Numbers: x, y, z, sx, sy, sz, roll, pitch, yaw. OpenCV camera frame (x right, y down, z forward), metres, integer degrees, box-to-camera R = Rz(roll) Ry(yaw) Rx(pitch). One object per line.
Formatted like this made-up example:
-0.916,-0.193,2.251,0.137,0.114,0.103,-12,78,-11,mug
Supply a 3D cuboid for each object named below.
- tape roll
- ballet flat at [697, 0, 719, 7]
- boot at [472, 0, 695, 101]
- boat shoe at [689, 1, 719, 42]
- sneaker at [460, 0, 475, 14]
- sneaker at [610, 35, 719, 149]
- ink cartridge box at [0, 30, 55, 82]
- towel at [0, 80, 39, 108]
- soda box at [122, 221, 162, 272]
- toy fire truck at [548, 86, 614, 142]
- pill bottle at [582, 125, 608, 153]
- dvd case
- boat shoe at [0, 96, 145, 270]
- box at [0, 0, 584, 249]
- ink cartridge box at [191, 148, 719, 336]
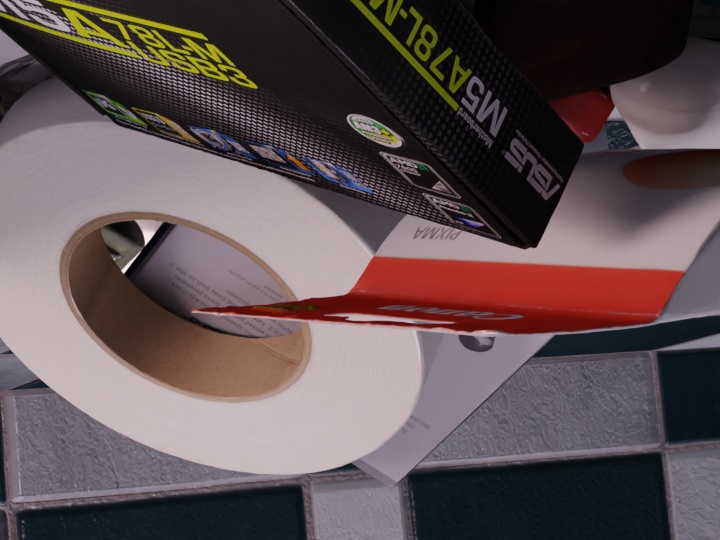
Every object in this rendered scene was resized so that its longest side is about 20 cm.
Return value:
-0.063,0.003,1.079,0.201,0.037,0.204,15,140,12,tape roll
0.192,-0.112,1.045,0.069,0.072,0.200,12,-165,-39,ballet flat
0.054,-0.106,0.833,0.199,0.072,0.167,-20,144,-34,boot
0.104,-0.120,1.147,0.199,0.068,0.071,0,171,-42,boat shoe
0.104,-0.131,0.986,0.199,0.084,0.121,-18,174,25,sneaker
0.138,-0.045,1.067,0.075,0.089,0.200,15,-176,17,sneaker
-0.102,-0.115,1.022,0.115,0.067,0.199,-13,170,44,ink cartridge box
-0.173,-0.076,1.189,0.190,0.032,0.200,-10,153,30,towel
-0.104,-0.028,1.315,0.199,0.064,0.068,30,-171,22,soda box
0.015,-0.073,1.178,0.199,0.113,0.168,30,-172,-5,toy fire truck
0.030,-0.051,1.464,0.198,0.113,0.112,-5,173,-7,pill bottle
0.000,0.000,1.093,0.150,0.025,0.200,33,140,-9,dvd case
-0.166,-0.047,1.153,0.062,0.072,0.200,-38,141,7,boat shoe
-0.055,-0.087,0.833,0.199,0.048,0.193,18,167,37,box
0.066,-0.013,0.901,0.199,0.051,0.162,-4,-175,-38,ink cartridge box
